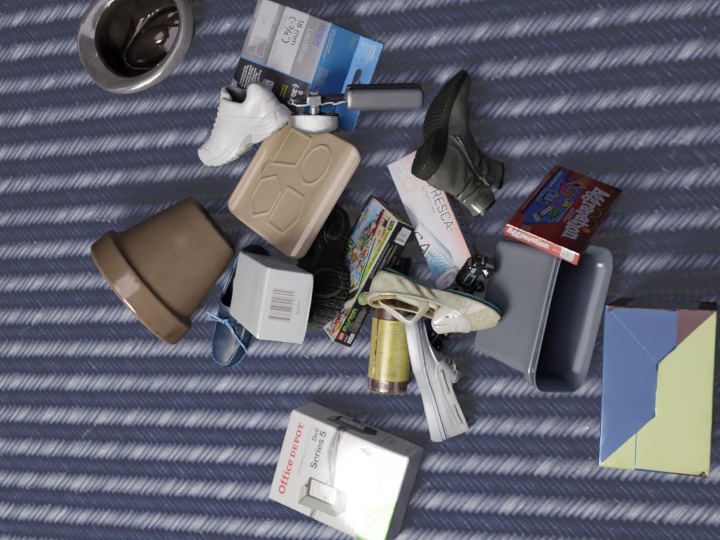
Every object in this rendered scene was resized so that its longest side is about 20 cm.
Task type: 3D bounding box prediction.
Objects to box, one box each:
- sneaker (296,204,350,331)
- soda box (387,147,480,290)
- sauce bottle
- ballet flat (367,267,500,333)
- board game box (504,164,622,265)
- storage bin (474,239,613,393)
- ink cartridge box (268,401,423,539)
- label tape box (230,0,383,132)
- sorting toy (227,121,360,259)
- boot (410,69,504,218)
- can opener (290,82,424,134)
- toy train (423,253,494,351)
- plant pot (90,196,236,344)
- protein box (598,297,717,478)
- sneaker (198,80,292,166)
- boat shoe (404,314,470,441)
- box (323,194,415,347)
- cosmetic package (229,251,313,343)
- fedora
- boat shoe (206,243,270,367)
[{"bbox_3d":[-0.062,0.002,1.503,0.075,0.091,0.203,20,60,-19],"label":"sneaker"},{"bbox_3d":[0.112,-0.076,1.470,0.068,0.063,0.203,-24,82,19],"label":"soda box"},{"bbox_3d":[0.048,0.080,1.496,0.064,0.065,0.204,7,95,20],"label":"sauce bottle"},{"bbox_3d":[0.098,0.056,1.395,0.197,0.068,0.063,18,64,28],"label":"ballet flat"},{"bbox_3d":[0.274,-0.079,1.344,0.102,0.200,0.020,25,127,17],"label":"board game box"},{"bbox_3d":[0.250,0.050,1.395,0.133,0.144,0.204,20,99,46],"label":"storage bin"},{"bbox_3d":[-0.023,0.305,1.518,0.197,0.084,0.148,19,98,19],"label":"ink cartridge box"},{"bbox_3d":[-0.083,-0.314,1.536,0.197,0.063,0.147,23,100,19],"label":"label tape box"},{"bbox_3d":[-0.100,-0.131,1.522,0.199,0.036,0.187,34,94,44],"label":"sorting toy"},{"bbox_3d":[0.152,-0.178,1.446,0.129,0.067,0.203,30,60,-19],"label":"boot"},{"bbox_3d":[-0.005,-0.238,1.488,0.196,0.054,0.068,-1,113,-2],"label":"can opener"},{"bbox_3d":[0.131,0.049,1.438,0.045,0.034,0.201,21,131,-9],"label":"toy train"},{"bbox_3d":[-0.291,-0.015,1.570,0.174,0.200,0.201,-39,78,-1],"label":"plant pot"},{"bbox_3d":[0.386,0.141,1.299,0.132,0.200,0.203,3,92,20],"label":"protein box"},{"bbox_3d":[-0.190,-0.231,1.544,0.198,0.078,0.100,-25,102,40],"label":"sneaker"},{"bbox_3d":[0.112,0.150,1.462,0.066,0.074,0.203,-14,114,3],"label":"boat shoe"},{"bbox_3d":[0.000,0.000,1.495,0.202,0.034,0.110,-62,31,11],"label":"box"},{"bbox_3d":[-0.131,0.036,1.458,0.073,0.200,0.104,9,96,-18],"label":"cosmetic package"},{"bbox_3d":[-0.346,-0.373,1.619,0.199,0.090,0.178,-39,80,10],"label":"fedora"},{"bbox_3d":[-0.203,0.054,1.587,0.083,0.068,0.204,14,96,19],"label":"boat shoe"}]
